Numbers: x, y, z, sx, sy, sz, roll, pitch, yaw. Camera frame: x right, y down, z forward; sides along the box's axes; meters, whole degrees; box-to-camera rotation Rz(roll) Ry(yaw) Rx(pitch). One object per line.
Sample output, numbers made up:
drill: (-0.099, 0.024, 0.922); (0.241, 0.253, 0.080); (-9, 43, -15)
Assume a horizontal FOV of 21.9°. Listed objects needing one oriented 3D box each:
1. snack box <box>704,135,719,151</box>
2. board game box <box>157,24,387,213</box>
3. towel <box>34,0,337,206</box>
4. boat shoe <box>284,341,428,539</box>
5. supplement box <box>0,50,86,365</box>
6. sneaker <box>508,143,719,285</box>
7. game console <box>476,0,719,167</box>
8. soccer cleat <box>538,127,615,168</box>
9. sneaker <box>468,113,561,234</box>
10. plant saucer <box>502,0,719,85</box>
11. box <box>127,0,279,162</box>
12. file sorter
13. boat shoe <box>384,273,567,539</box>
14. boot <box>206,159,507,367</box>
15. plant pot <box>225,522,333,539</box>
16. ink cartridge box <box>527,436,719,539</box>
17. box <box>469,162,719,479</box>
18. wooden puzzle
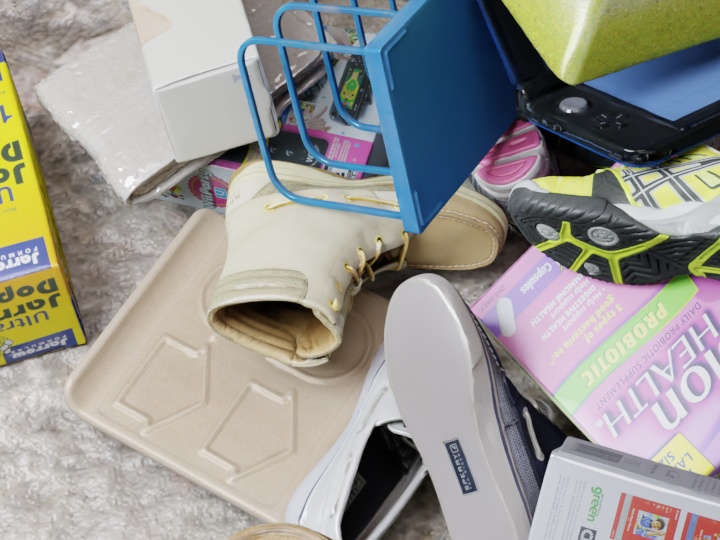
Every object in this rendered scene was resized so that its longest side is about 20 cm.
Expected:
snack box: (0.222, -0.161, 1.362); (0.142, 0.053, 0.200); (4, 43, -49)
board game box: (-0.077, -0.116, 1.397); (0.199, 0.064, 0.148); (11, 60, 12)
towel: (-0.126, -0.143, 1.362); (0.200, 0.035, 0.133); (-35, 60, -15)
boat shoe: (0.025, 0.108, 1.230); (0.066, 0.072, 0.200); (-7, 38, 55)
supplement box: (-0.279, -0.040, 1.336); (0.108, 0.110, 0.201); (-17, 59, -6)
sneaker: (0.193, -0.039, 1.172); (0.199, 0.076, 0.077); (7, 59, 18)
game console: (0.191, -0.172, 1.207); (0.199, 0.119, 0.170); (-26, 35, -28)
soccer cleat: (0.139, -0.158, 1.395); (0.067, 0.081, 0.200); (-30, 61, -14)
sneaker: (0.098, -0.093, 1.369); (0.074, 0.088, 0.200); (-28, 37, 1)
plant saucer: (0.165, -0.231, 1.199); (0.199, 0.048, 0.200); (-20, 63, -26)
box: (-0.123, -0.187, 1.314); (0.077, 0.095, 0.201); (-16, 57, -3)
file sorter: (0.025, -0.144, 1.260); (0.122, 0.139, 0.200); (9, 41, 31)
boat shoe: (0.083, 0.093, 1.202); (0.093, 0.074, 0.201); (-19, 94, -50)
boot: (0.000, 0.000, 1.260); (0.199, 0.073, 0.156); (10, 40, -3)
plant pot: (-0.041, 0.231, 1.100); (0.185, 0.200, 0.187); (-2, 57, 3)
ink cartridge box: (0.176, 0.222, 1.102); (0.175, 0.084, 0.201); (16, 96, 13)
box: (0.206, 0.042, 1.224); (0.176, 0.097, 0.200); (-44, 63, 3)
wooden puzzle: (-0.076, 0.072, 1.293); (0.199, 0.046, 0.186); (29, 64, 14)
